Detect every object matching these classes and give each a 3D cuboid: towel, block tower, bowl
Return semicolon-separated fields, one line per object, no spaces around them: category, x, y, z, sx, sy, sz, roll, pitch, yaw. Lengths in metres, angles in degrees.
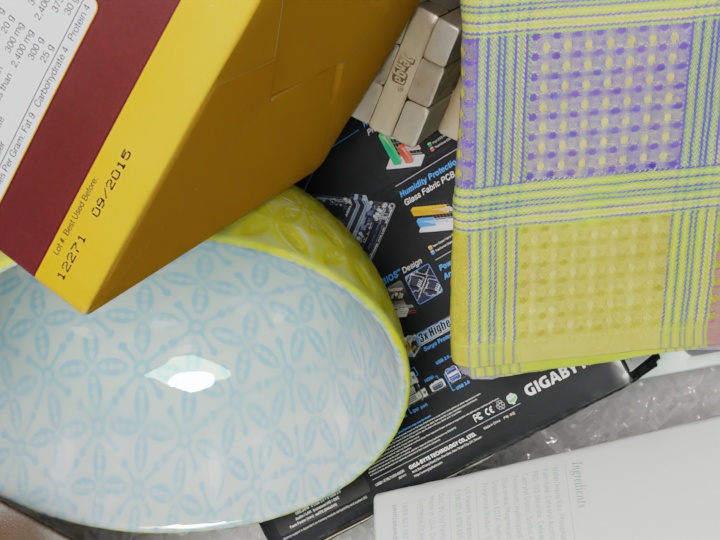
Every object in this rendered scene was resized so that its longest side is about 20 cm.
towel;0.103;-0.047;0.670;0.143;0.023;0.201;-5;121;-6
block tower;-0.041;-0.117;0.720;0.199;0.058;0.054;27;112;9
bowl;-0.080;0.011;0.738;0.199;0.108;0.201;-1;139;-1

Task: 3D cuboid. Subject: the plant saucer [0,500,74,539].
plant saucer;-0.165;0.120;0.801;0.199;0.200;0.032;26;77;5

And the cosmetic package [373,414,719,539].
cosmetic package;0.128;0.182;0.754;0.199;0.123;0.200;-16;121;9

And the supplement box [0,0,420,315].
supplement box;-0.095;-0.122;0.600;0.200;0.197;0.133;37;116;7

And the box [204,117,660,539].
box;0.000;0.000;0.794;0.199;0.050;0.199;-31;84;27

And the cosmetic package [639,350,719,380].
cosmetic package;0.138;-0.031;0.804;0.199;0.052;0.152;-12;92;10
